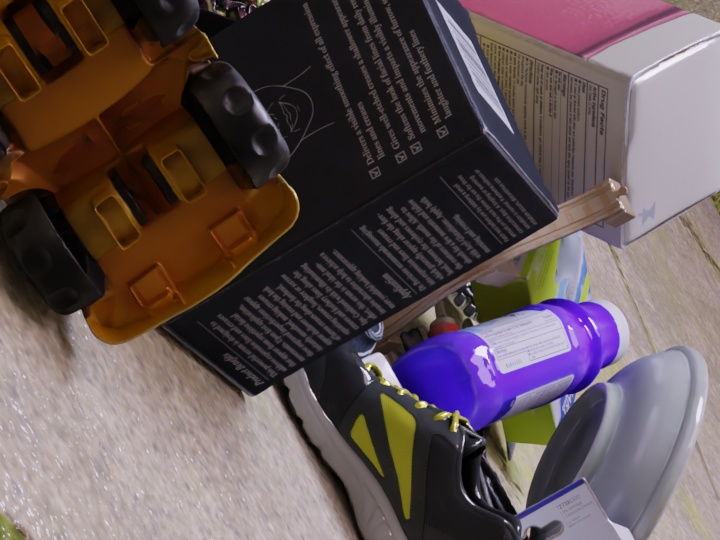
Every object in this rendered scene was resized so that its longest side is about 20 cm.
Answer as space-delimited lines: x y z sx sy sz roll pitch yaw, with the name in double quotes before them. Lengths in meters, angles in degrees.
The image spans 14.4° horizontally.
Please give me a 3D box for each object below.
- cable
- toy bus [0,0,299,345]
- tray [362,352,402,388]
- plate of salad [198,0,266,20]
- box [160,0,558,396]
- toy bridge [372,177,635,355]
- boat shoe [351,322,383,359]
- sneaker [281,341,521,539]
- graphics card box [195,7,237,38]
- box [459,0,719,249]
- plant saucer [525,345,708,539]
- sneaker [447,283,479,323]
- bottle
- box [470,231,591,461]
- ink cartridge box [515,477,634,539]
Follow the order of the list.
"cable" 0.077 0.105 1.877 0.097 0.050 0.201 50 15 -47
"toy bus" -0.138 -0.090 1.337 0.201 0.135 0.192 57 -4 -22
"tray" 0.043 0.145 1.713 0.201 0.022 0.107 60 11 4
"plate of salad" -0.081 -0.177 1.868 0.200 0.048 0.201 -22 90 -79
"box" -0.021 -0.056 1.504 0.107 0.199 0.149 43 20 -54
"toy bridge" 0.083 -0.005 1.810 0.027 0.199 0.067 64 14 12
"boat shoe" 0.000 0.000 1.682 0.200 0.090 0.071 46 25 -66
"sneaker" 0.024 0.095 1.606 0.201 0.084 0.074 61 11 10
"graphics card box" -0.043 -0.085 1.707 0.125 0.051 0.200 23 -11 37
"box" 0.137 -0.121 1.905 0.199 0.109 0.129 27 -49 37
"plant saucer" 0.155 0.130 1.866 0.050 0.201 0.200 29 19 -10
"sneaker" 0.052 -0.047 2.146 0.201 0.078 0.090 63 -7 -1
"bottle" 0.104 0.059 1.855 0.199 0.083 0.066 -17 83 -50
"box" 0.124 0.029 2.001 0.201 0.047 0.122 76 27 -46
"ink cartridge box" 0.153 0.233 1.771 0.201 0.094 0.037 59 16 -3
